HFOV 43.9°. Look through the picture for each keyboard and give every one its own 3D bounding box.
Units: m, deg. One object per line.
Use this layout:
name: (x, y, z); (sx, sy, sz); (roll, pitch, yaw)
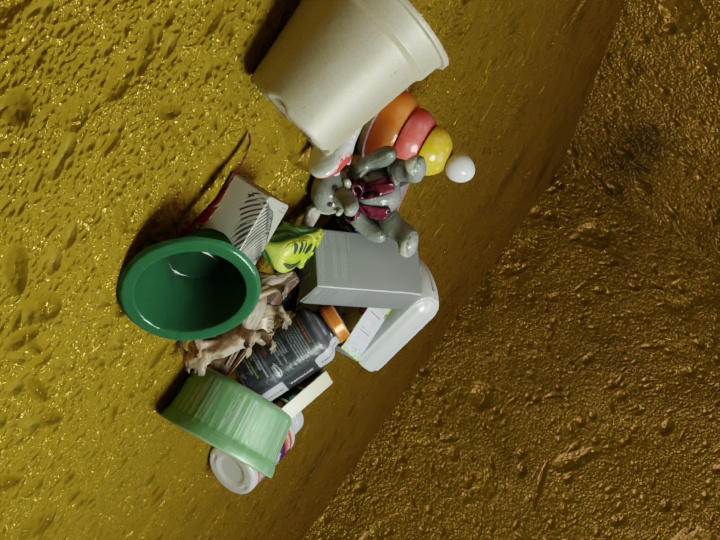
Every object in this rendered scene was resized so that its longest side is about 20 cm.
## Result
keyboard: (-0.133, 0.010, 1.521); (0.201, 0.039, 0.106); (84, 17, -65)

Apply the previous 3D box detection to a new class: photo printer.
photo printer: (0.055, 0.065, 1.669); (0.200, 0.168, 0.069); (-45, 129, 16)

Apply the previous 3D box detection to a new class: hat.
hat: (-0.206, -0.035, 1.139); (0.178, 0.196, 0.167); (-102, 176, -46)

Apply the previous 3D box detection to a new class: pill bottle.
pill bottle: (-0.199, 0.339, 1.774); (0.200, 0.110, 0.113); (-41, 158, -49)
pill bottle: (-0.115, 0.136, 1.531); (0.198, 0.107, 0.106); (-33, 163, -2)

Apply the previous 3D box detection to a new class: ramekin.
ramekin: (-0.203, 0.233, 1.398); (0.099, 0.197, 0.200); (-61, 166, -14)

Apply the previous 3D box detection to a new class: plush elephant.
plush elephant: (-0.009, -0.124, 1.433); (0.153, 0.199, 0.168); (-13, 124, -38)

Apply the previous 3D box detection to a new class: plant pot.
plant pot: (-0.027, -0.250, 1.069); (0.184, 0.200, 0.200); (-46, 165, 2)

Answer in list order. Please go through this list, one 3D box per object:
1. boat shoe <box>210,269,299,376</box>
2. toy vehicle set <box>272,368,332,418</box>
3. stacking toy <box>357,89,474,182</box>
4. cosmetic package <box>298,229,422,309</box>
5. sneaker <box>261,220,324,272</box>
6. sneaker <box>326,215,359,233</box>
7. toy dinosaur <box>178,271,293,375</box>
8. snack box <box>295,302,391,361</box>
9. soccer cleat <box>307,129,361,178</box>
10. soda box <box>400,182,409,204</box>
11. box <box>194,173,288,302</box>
boat shoe: (-0.162, 0.082, 1.381); (0.200, 0.072, 0.076); (-45, 168, 8)
toy vehicle set: (-0.140, 0.211, 1.596); (0.124, 0.027, 0.199); (-39, -161, -18)
stacking toy: (0.106, -0.209, 1.517); (0.147, 0.198, 0.147); (-51, 164, -22)
cosmetic package: (0.000, 0.000, 1.514); (0.090, 0.196, 0.109); (-40, -132, 56)
sneaker: (-0.110, -0.049, 1.356); (0.075, 0.083, 0.200); (-55, 174, 8)
sneaker: (-0.011, -0.083, 1.626); (0.089, 0.078, 0.202); (-41, 158, -54)
toy dinosaur: (-0.179, 0.059, 1.287); (0.202, 0.133, 0.086); (-61, 158, -21)
snack box: (-0.033, 0.071, 1.655); (0.053, 0.199, 0.143); (41, 79, -32)
soccer cleat: (-0.023, -0.229, 1.332); (0.202, 0.068, 0.086); (-57, 157, -19)
soda box: (0.023, -0.095, 1.741); (0.068, 0.063, 0.203); (-32, 149, -59)
box: (-0.182, -0.022, 1.195); (0.202, 0.068, 0.082); (-60, 165, 4)
